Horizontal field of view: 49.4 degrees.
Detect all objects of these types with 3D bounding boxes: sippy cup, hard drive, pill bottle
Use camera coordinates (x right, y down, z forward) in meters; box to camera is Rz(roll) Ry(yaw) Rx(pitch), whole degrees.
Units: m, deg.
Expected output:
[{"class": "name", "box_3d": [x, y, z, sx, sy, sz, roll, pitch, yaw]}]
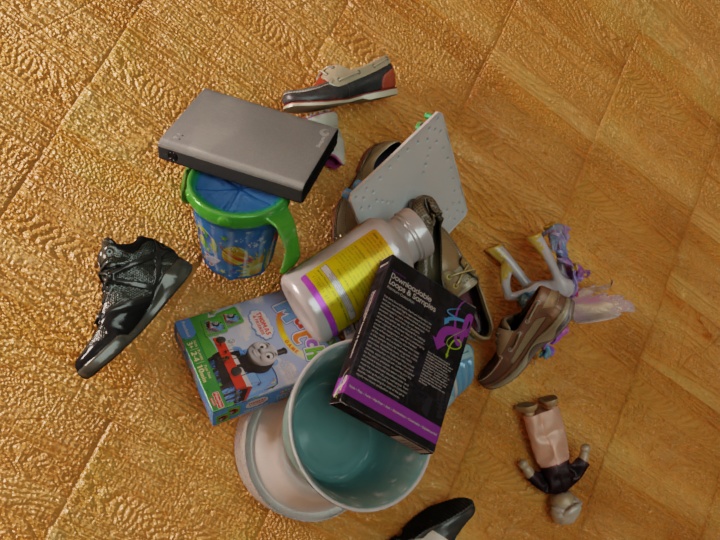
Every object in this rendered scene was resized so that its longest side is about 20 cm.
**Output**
[{"class": "sippy cup", "box_3d": [-0.161, -0.064, 1.035, 0.137, 0.132, 0.179, -6, 45, -16]}, {"class": "hard drive", "box_3d": [-0.142, -0.165, 1.021, 0.197, 0.033, 0.140, 18, 46, 7]}, {"class": "pill bottle", "box_3d": [0.000, 0.000, 1.039, 0.199, 0.104, 0.105, -34, 97, -14]}]

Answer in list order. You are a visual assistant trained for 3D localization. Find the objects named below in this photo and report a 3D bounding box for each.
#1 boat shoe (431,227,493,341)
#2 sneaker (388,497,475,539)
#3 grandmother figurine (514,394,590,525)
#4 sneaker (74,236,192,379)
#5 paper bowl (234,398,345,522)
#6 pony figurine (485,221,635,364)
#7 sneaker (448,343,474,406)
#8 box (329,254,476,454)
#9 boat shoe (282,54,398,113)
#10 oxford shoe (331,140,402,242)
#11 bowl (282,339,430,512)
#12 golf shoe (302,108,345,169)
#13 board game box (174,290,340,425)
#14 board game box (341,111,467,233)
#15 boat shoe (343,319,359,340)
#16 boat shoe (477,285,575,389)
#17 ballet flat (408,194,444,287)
[{"class": "boat shoe", "box_3d": [0.150, 0.018, 1.185, 0.074, 0.066, 0.202, -36, 110, -23]}, {"class": "sneaker", "box_3d": [0.094, 0.410, 1.131, 0.199, 0.074, 0.089, -33, 96, -13]}, {"class": "grandmother figurine", "box_3d": [0.310, 0.305, 1.246, 0.119, 0.061, 0.203, -13, 91, 4]}, {"class": "sneaker", "box_3d": [-0.316, 0.036, 1.000, 0.114, 0.076, 0.201, 40, 67, -12]}, {"class": "paper bowl", "box_3d": [-0.065, 0.236, 1.065, 0.198, 0.104, 0.204, 4, 81, -22]}, {"class": "pony figurine", "box_3d": [0.313, 0.031, 1.245, 0.191, 0.167, 0.203, -21, 96, 8]}, {"class": "sneaker", "box_3d": [0.095, 0.113, 1.165, 0.130, 0.079, 0.202, -35, 107, -21]}, {"class": "box", "box_3d": [0.057, 0.101, 0.960, 0.142, 0.036, 0.202, 32, 64, -20]}, {"class": "boat shoe", "box_3d": [-0.031, -0.275, 1.160, 0.198, 0.071, 0.064, -18, 102, -29]}, {"class": "oxford shoe", "box_3d": [0.011, -0.105, 1.156, 0.070, 0.074, 0.203, 21, 75, -19]}, {"class": "bowl", "box_3d": [-0.019, 0.194, 0.971, 0.198, 0.105, 0.204, 9, 72, -28]}, {"class": "golf shoe", "box_3d": [-0.105, -0.160, 1.116, 0.198, 0.075, 0.093, -25, 97, -23]}, {"class": "board game box", "box_3d": [-0.130, 0.105, 1.047, 0.197, 0.037, 0.152, -16, 53, -25]}, {"class": "board game box", "box_3d": [0.071, -0.098, 1.150, 0.200, 0.026, 0.201, -45, 136, -22]}, {"class": "boat shoe", "box_3d": [0.038, 0.150, 1.084, 0.064, 0.074, 0.202, -20, 121, 4]}, {"class": "boat shoe", "box_3d": [0.237, 0.098, 1.186, 0.071, 0.201, 0.076, 36, 27, -4]}, {"class": "ballet flat", "box_3d": [0.104, -0.007, 1.119, 0.067, 0.046, 0.204, -2, 87, -65]}]
